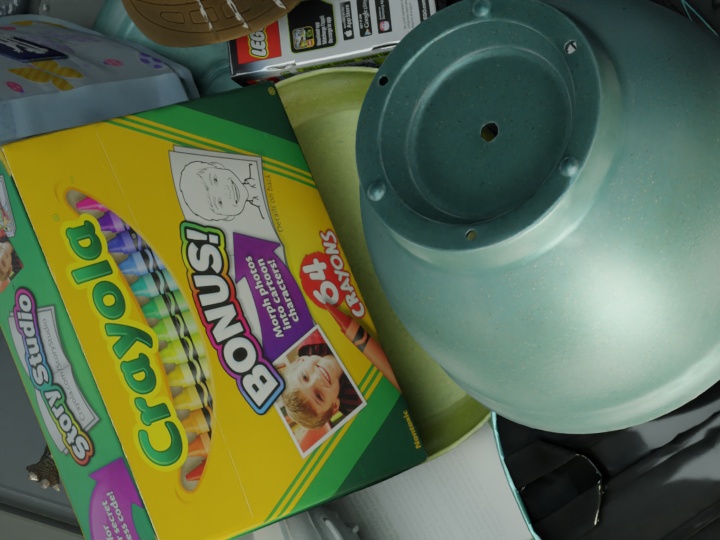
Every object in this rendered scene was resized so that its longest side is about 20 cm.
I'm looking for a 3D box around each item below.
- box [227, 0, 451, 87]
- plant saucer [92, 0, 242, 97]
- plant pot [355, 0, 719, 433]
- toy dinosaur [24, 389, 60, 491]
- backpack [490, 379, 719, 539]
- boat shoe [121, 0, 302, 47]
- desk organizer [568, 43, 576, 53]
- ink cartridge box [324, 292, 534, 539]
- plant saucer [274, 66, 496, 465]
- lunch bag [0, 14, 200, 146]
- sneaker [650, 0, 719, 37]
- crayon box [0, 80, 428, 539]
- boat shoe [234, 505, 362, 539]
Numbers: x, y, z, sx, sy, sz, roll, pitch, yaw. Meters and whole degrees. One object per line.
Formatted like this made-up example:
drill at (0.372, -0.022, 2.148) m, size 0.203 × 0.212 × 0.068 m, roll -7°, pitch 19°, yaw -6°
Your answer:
box at (-0.019, -0.197, 1.472) m, size 0.110 × 0.035 × 0.200 m, roll -9°, pitch 79°, yaw 15°
plant saucer at (-0.059, -0.087, 1.519) m, size 0.200 × 0.036 × 0.200 m, roll 1°, pitch 94°, yaw 20°
plant pot at (0.079, -0.042, 1.302) m, size 0.200 × 0.134 × 0.200 m, roll -11°, pitch 66°, yaw 27°
toy dinosaur at (-0.125, 0.053, 1.500) m, size 0.077 × 0.200 × 0.102 m, roll 26°, pitch 114°, yaw -21°
backpack at (0.169, 0.069, 1.386) m, size 0.200 × 0.153 × 0.176 m, roll -30°, pitch 84°, yaw 8°
boat shoe at (-0.027, -0.169, 1.418) m, size 0.200 × 0.063 × 0.073 m, roll -26°, pitch 97°, yaw 27°
desk organizer at (0.086, -0.168, 1.439) m, size 0.072 × 0.077 × 0.200 m, roll -16°, pitch 88°, yaw 20°
ink cartridge box at (-0.006, 0.109, 1.508) m, size 0.200 × 0.048 × 0.146 m, roll -33°, pitch 82°, yaw 22°
plant saucer at (0.000, 0.000, 1.459) m, size 0.200 × 0.031 × 0.200 m, roll 1°, pitch 93°, yaw 21°
lunch bag at (-0.197, -0.058, 1.475) m, size 0.200 × 0.170 × 0.127 m, roll -21°, pitch 87°, yaw 41°
sneaker at (0.178, -0.136, 1.380) m, size 0.200 × 0.079 × 0.075 m, roll 36°, pitch 87°, yaw -7°
crayon box at (-0.079, 0.025, 1.379) m, size 0.058 × 0.173 × 0.200 m, roll -28°, pitch 83°, yaw 44°
boat shoe at (-0.025, 0.150, 1.436) m, size 0.200 × 0.069 × 0.072 m, roll 58°, pitch 140°, yaw 28°
